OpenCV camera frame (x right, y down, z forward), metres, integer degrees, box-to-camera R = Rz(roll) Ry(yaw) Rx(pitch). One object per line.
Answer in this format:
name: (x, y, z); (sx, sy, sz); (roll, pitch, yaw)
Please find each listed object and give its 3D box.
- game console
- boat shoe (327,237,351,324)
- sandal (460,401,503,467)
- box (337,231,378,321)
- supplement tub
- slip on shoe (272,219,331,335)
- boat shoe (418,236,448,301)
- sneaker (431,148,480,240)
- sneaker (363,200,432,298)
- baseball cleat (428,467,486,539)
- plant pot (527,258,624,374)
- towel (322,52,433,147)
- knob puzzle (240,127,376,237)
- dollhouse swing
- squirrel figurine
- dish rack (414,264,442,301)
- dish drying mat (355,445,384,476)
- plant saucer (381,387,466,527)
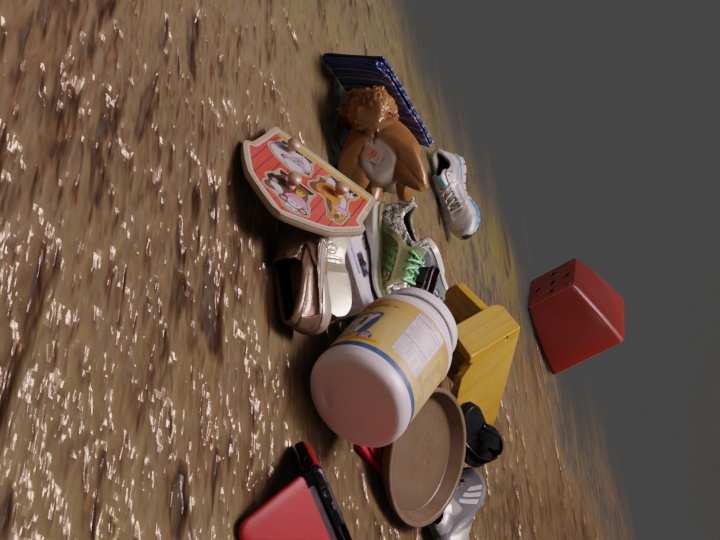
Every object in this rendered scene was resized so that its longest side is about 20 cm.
game console: (-0.066, 0.329, 1.253); (0.172, 0.117, 0.203); (-148, -145, -75)
boat shoe: (-0.051, -0.024, 1.466); (0.070, 0.062, 0.203); (10, 67, -33)
sandal: (0.192, 0.275, 1.719); (0.076, 0.048, 0.201); (-52, 147, -8)
box: (0.000, 0.000, 1.597); (0.200, 0.059, 0.118); (-17, 90, -69)
supplement tub: (0.036, 0.123, 1.432); (0.200, 0.143, 0.146); (-45, 116, -51)
slip on shoe: (-0.085, -0.016, 1.401); (0.060, 0.075, 0.203); (13, 65, -46)
boat shoe: (0.121, 0.044, 1.889); (0.061, 0.073, 0.203); (-26, 111, -25)
sneaker: (0.178, -0.155, 2.149); (0.086, 0.074, 0.203); (26, 43, -52)
sneaker: (0.063, -0.015, 1.560); (0.077, 0.087, 0.203); (16, 60, -64)
baseball cleat: (0.148, 0.351, 1.688); (0.108, 0.069, 0.201); (65, 22, -20)
plant pot: (0.510, 0.094, 2.617); (0.177, 0.198, 0.201); (53, 27, -16)
towel: (0.028, -0.283, 1.796); (0.024, 0.144, 0.201); (-55, 134, -20)
knob puzzle: (-0.071, -0.115, 1.407); (0.218, 0.031, 0.221); (27, 30, -17)
dollhouse swing: (0.146, 0.147, 1.757); (0.180, 0.175, 0.202); (-24, 136, -41)
squirrel figurine: (0.039, -0.206, 1.750); (0.187, 0.139, 0.203); (-23, 98, -75)
dish rack: (0.095, 0.098, 1.675); (0.201, 0.054, 0.155); (63, 42, -56)
dish drying mat: (0.046, 0.274, 1.564); (0.200, 0.018, 0.078); (52, 29, -42)
plant saucer: (0.091, 0.269, 1.565); (0.199, 0.029, 0.204); (-9, 102, -51)
